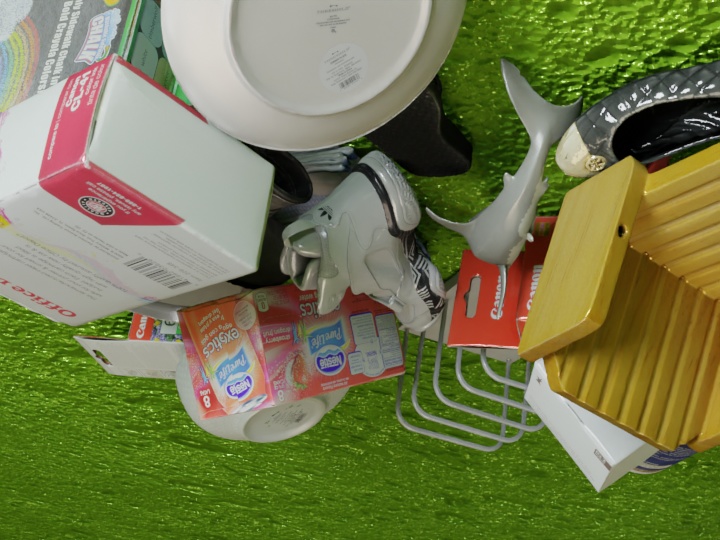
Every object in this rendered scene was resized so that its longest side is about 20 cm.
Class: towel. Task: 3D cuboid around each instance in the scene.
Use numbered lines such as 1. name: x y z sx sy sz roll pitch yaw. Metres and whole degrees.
1. towel: -0.034 -0.048 1.119 0.146 0.024 0.200 -4 152 25

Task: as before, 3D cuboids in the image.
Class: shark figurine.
1. shark figurine: 0.098 -0.052 0.964 0.089 0.129 0.215 18 153 3

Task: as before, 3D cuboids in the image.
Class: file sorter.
1. file sorter: 0.133 0.088 1.230 0.138 0.126 0.200 18 153 -18

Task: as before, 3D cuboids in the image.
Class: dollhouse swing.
1. dollhouse swing: 0.257 0.023 0.873 0.199 0.183 0.175 29 162 -29

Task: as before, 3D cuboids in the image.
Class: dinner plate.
1. dinner plate: -0.021 -0.158 0.755 0.198 0.024 0.202 -13 128 -17

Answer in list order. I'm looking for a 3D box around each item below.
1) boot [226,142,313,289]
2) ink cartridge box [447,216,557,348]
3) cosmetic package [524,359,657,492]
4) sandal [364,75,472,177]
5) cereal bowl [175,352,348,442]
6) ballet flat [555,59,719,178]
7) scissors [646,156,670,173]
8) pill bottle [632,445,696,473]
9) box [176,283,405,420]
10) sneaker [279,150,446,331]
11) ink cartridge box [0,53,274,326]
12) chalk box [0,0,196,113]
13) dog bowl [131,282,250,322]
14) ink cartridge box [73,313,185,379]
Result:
1. boot: -0.086 -0.047 1.035 0.131 0.070 0.199 -17 151 36
2. ink cartridge box: 0.173 0.010 1.053 0.198 0.110 0.051 0 143 17
3. cosmetic package: 0.254 0.086 1.088 0.199 0.113 0.081 -30 157 -13
4. sandal: 0.034 -0.122 0.935 0.075 0.048 0.200 -1 165 16
5. cereal bowl: -0.093 0.123 1.331 0.198 0.084 0.201 -15 148 -9
6. ballet flat: 0.225 -0.103 0.859 0.199 0.057 0.066 -19 143 26
7. scissors: 0.223 -0.095 0.955 0.072 0.014 0.200 8 155 4
8. pill bottle: 0.324 0.129 1.268 0.110 0.112 0.200 14 154 -11
9. box: -0.057 0.065 1.133 0.094 0.104 0.199 -15 177 36
10. sneaker: 0.000 0.000 1.047 0.114 0.075 0.201 -33 140 -13
11. ink cartridge box: -0.177 -0.043 0.820 0.199 0.086 0.147 -14 146 39
12. chalk box: -0.170 -0.131 0.879 0.198 0.125 0.124 -3 152 24
13. dog bowl: -0.177 -0.016 1.188 0.198 0.059 0.201 6 154 3
14. ink cartridge box: -0.206 0.080 1.402 0.198 0.051 0.109 2 153 14
